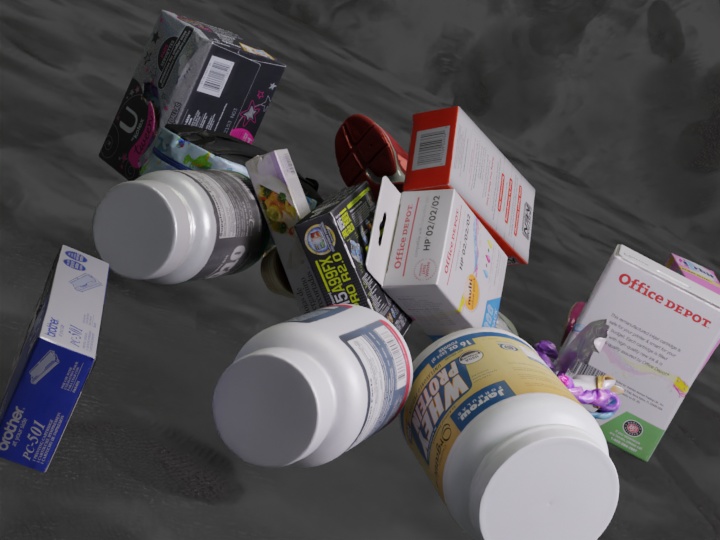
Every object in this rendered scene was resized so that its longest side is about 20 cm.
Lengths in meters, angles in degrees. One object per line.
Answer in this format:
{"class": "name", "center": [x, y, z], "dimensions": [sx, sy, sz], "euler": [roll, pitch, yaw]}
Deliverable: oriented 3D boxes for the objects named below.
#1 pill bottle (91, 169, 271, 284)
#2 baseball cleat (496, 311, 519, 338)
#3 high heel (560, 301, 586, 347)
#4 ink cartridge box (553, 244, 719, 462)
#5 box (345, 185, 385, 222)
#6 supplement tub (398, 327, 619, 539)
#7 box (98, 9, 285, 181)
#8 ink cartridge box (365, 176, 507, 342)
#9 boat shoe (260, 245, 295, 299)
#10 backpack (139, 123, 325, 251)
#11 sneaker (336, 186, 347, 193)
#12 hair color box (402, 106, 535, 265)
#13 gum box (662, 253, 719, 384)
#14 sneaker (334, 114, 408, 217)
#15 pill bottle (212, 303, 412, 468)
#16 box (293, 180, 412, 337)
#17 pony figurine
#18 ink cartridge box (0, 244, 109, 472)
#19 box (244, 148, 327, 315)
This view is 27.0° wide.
{"class": "pill bottle", "center": [-0.178, -0.045, 1.512], "dimensions": [0.113, 0.113, 0.200], "euler": [31, 15, 18]}
{"class": "baseball cleat", "center": [0.103, 0.043, 1.773], "dimensions": [0.200, 0.070, 0.106], "euler": [25, 5, -4]}
{"class": "high heel", "center": [0.331, 0.091, 2.035], "dimensions": [0.096, 0.067, 0.200], "euler": [20, -2, 20]}
{"class": "ink cartridge box", "center": [0.310, 0.091, 1.712], "dimensions": [0.145, 0.200, 0.084], "euler": [28, 16, 6]}
{"class": "box", "center": [0.067, -0.046, 1.803], "dimensions": [0.193, 0.048, 0.200], "euler": [29, 21, -6]}
{"class": "supplement tub", "center": [0.125, 0.149, 1.289], "dimensions": [0.145, 0.145, 0.200], "euler": [20, 15, -23]}
{"class": "box", "center": [-0.206, -0.194, 1.819], "dimensions": [0.132, 0.200, 0.115], "euler": [10, 19, -48]}
{"class": "ink cartridge box", "center": [0.084, -0.008, 1.597], "dimensions": [0.068, 0.115, 0.200], "euler": [-3, -27, 28]}
{"class": "boat shoe", "center": [-0.075, -0.001, 1.660], "dimensions": [0.065, 0.072, 0.200], "euler": [-12, 3, 18]}
{"class": "backpack", "center": [-0.158, -0.094, 1.712], "dimensions": [0.163, 0.154, 0.200], "euler": [37, -3, 34]}
{"class": "sneaker", "center": [0.024, -0.030, 1.911], "dimensions": [0.079, 0.078, 0.200], "euler": [-26, 54, -16]}
{"class": "hair color box", "center": [0.124, -0.089, 1.674], "dimensions": [0.061, 0.102, 0.200], "euler": [-7, -29, 31]}
{"class": "gum box", "center": [0.363, 0.095, 1.818], "dimensions": [0.066, 0.200, 0.114], "euler": [24, 21, -13]}
{"class": "sneaker", "center": [0.055, -0.098, 1.764], "dimensions": [0.115, 0.078, 0.200], "euler": [12, 38, -53]}
{"class": "pill bottle", "center": [-0.041, 0.097, 1.234], "dimensions": [0.120, 0.120, 0.200], "euler": [30, 14, 15]}
{"class": "box", "center": [0.000, 0.000, 1.584], "dimensions": [0.200, 0.044, 0.160], "euler": [-51, 119, -73]}
{"class": "pony figurine", "center": [0.186, 0.119, 1.546], "dimensions": [0.200, 0.167, 0.193], "euler": [10, 3, 0]}
{"class": "ink cartridge box", "center": [-0.224, 0.059, 1.094], "dimensions": [0.044, 0.094, 0.200], "euler": [23, 14, -14]}
{"class": "box", "center": [-0.064, -0.028, 1.559], "dimensions": [0.200, 0.039, 0.041], "euler": [69, 20, -1]}
